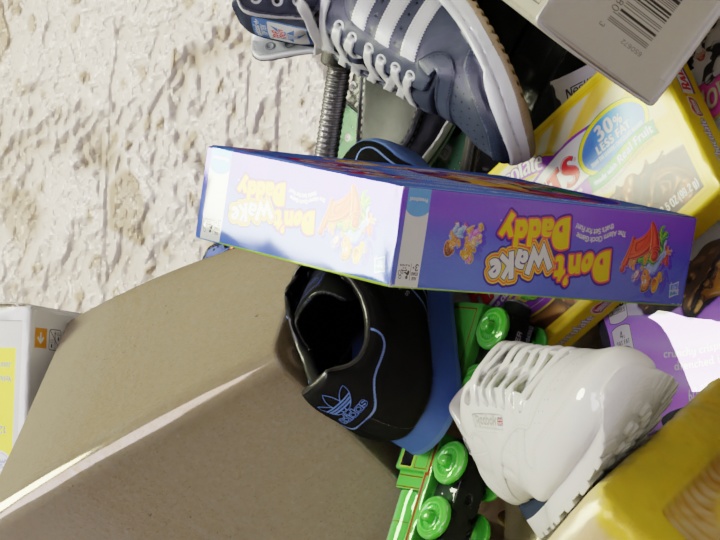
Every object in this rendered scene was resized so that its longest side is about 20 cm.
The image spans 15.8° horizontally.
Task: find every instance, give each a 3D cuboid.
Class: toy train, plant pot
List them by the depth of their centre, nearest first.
[{"bbox_3d":[0.041,0.108,1.292,0.056,0.042,0.201,3,71,51],"label":"toy train"},{"bbox_3d":[-0.051,0.099,1.399,0.177,0.200,0.200,-35,20,27],"label":"plant pot"}]

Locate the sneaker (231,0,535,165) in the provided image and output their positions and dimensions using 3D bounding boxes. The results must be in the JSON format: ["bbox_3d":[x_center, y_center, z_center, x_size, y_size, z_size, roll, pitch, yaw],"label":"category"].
[{"bbox_3d":[0.005,-0.117,1.334,0.108,0.070,0.200,-27,65,-7],"label":"sneaker"}]

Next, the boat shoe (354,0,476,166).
[{"bbox_3d":[0.029,-0.144,1.433,0.074,0.062,0.201,25,103,42],"label":"boat shoe"}]

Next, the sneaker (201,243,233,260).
[{"bbox_3d":[-0.062,0.006,1.534,0.200,0.075,0.079,-38,50,44],"label":"sneaker"}]

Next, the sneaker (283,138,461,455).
[{"bbox_3d":[0.000,0.000,1.318,0.070,0.078,0.201,-44,37,32],"label":"sneaker"}]

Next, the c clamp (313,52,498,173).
[{"bbox_3d":[0.004,-0.060,1.419,0.170,0.027,0.201,6,108,9],"label":"c clamp"}]

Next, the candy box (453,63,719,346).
[{"bbox_3d":[0.105,-0.024,1.318,0.200,0.026,0.103,-44,53,35],"label":"candy box"}]

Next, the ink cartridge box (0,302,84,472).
[{"bbox_3d":[-0.163,0.127,1.539,0.047,0.197,0.201,2,85,24],"label":"ink cartridge box"}]

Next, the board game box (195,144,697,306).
[{"bbox_3d":[0.042,-0.021,1.220,0.134,0.199,0.045,14,97,46],"label":"board game box"}]

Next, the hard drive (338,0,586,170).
[{"bbox_3d":[0.062,-0.108,1.463,0.140,0.038,0.201,42,112,40],"label":"hard drive"}]

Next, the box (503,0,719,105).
[{"bbox_3d":[0.110,-0.162,1.289,0.095,0.078,0.200,-54,22,9],"label":"box"}]

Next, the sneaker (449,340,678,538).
[{"bbox_3d":[0.083,0.066,1.171,0.081,0.076,0.200,48,162,6],"label":"sneaker"}]

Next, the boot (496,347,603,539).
[{"bbox_3d":[0.087,0.140,1.378,0.200,0.073,0.156,-32,64,36],"label":"boot"}]

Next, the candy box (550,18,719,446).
[{"bbox_3d":[0.193,-0.029,1.297,0.167,0.071,0.201,-25,67,41],"label":"candy box"}]

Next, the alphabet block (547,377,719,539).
[{"bbox_3d":[0.150,0.202,1.186,0.196,0.195,0.200,42,118,9],"label":"alphabet block"}]
